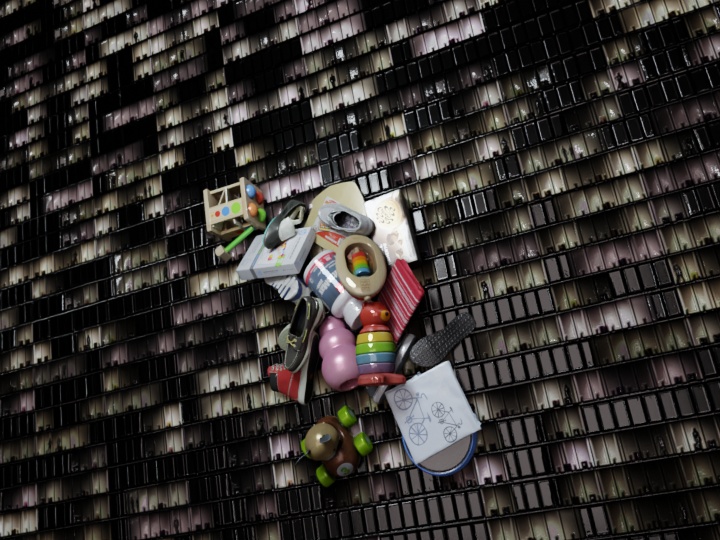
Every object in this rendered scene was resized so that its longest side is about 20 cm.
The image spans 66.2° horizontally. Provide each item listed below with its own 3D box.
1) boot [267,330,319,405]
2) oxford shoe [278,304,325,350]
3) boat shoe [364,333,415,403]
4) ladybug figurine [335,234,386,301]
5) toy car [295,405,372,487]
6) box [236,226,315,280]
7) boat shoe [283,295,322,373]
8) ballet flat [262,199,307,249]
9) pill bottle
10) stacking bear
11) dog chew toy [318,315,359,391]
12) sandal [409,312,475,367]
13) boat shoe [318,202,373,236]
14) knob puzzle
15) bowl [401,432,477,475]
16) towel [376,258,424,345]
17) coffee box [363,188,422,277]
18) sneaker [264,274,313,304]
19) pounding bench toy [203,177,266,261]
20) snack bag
[{"bbox_3d":[-0.190,0.250,1.516,0.140,0.072,0.208,16,102,23],"label":"boot"},{"bbox_3d":[-0.159,0.155,1.538,0.075,0.058,0.200,40,118,-7],"label":"oxford shoe"},{"bbox_3d":[0.074,0.246,1.455,0.065,0.070,0.205,31,97,19],"label":"boat shoe"},{"bbox_3d":[0.000,0.000,1.423,0.130,0.073,0.205,-2,51,-7],"label":"ladybug figurine"},{"bbox_3d":[-0.084,0.448,1.392,0.163,0.200,0.160,-39,71,7],"label":"toy car"},{"bbox_3d":[-0.237,-0.048,1.561,0.193,0.042,0.159,-5,41,25],"label":"box"},{"bbox_3d":[-0.162,0.165,1.440,0.070,0.060,0.208,21,92,42],"label":"boat shoe"},{"bbox_3d":[-0.208,-0.136,1.565,0.066,0.070,0.203,4,44,23],"label":"ballet flat"},{"bbox_3d":[-0.053,0.054,1.497,0.120,0.119,0.200,-46,68,4],"label":"pill bottle"},{"bbox_3d":[0.039,0.180,1.381,0.112,0.118,0.208,-18,69,48],"label":"stacking bear"},{"bbox_3d":[-0.057,0.213,1.474,0.122,0.125,0.205,-27,56,10],"label":"dog chew toy"},{"bbox_3d":[0.215,0.185,1.436,0.197,0.045,0.076,-34,77,-6],"label":"sandal"},{"bbox_3d":[-0.055,-0.141,1.508,0.197,0.068,0.074,30,99,37],"label":"boat shoe"},{"bbox_3d":[-0.057,-0.155,1.580,0.212,0.030,0.229,-3,83,23],"label":"knob puzzle"},{"bbox_3d":[0.196,0.410,1.395,0.193,0.039,0.209,-4,78,17],"label":"bowl"},{"bbox_3d":[0.092,0.090,1.425,0.204,0.022,0.146,-64,36,29],"label":"towel"},{"bbox_3d":[0.089,-0.098,1.504,0.109,0.080,0.207,-17,75,14],"label":"coffee box"},{"bbox_3d":[-0.195,0.048,1.570,0.081,0.115,0.199,-48,41,2],"label":"sneaker"},{"bbox_3d":[-0.358,-0.144,1.632,0.150,0.124,0.208,-13,76,14],"label":"pounding bench toy"},{"bbox_3d":[0.179,0.348,1.381,0.196,0.021,0.193,-30,73,11],"label":"snack bag"}]
